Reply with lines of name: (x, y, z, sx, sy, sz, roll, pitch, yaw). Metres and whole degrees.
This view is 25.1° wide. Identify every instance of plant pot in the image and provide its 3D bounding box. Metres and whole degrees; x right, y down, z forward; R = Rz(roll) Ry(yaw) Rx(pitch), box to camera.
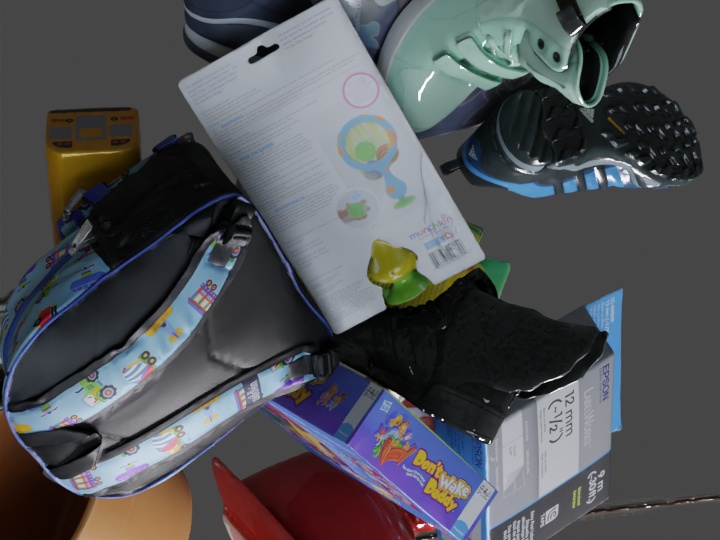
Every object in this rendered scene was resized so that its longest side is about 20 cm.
plant pot: (-0.217, 0.174, 1.188, 0.199, 0.201, 0.140, -37, 139, 16)

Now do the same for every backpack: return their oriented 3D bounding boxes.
backpack: (-0.138, 0.037, 1.029, 0.199, 0.135, 0.183, -37, 134, -6)

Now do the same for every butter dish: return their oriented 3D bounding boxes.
butter dish: (-0.004, 0.224, 1.277, 0.147, 0.199, 0.201, -35, 137, -17)

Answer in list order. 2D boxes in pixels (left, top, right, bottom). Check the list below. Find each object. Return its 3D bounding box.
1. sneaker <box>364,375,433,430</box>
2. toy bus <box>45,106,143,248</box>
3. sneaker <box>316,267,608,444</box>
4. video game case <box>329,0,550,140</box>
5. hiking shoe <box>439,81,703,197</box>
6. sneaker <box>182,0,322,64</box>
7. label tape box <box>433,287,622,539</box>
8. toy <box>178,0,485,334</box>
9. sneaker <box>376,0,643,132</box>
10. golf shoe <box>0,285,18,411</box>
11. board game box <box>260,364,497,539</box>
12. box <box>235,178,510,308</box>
sneaker: (0.073, 0.086, 1.244, 0.111, 0.072, 0.201, 19, 127, -18)
toy bus: (-0.178, -0.016, 1.120, 0.064, 0.079, 0.202, -4, 125, -8)
sneaker: (0.057, 0.042, 1.080, 0.105, 0.199, 0.060, -61, 153, 0)
video game case: (0.063, -0.159, 1.043, 0.180, 0.023, 0.201, -15, 147, -13)
hiking shoe: (0.155, -0.089, 1.139, 0.198, 0.075, 0.086, 5, 163, -35)
sneaker: (-0.023, -0.181, 1.043, 0.198, 0.070, 0.109, -5, 136, -18)
label tape box: (0.148, 0.121, 1.233, 0.199, 0.066, 0.145, -26, 129, -28)
toy: (-0.015, -0.068, 1.035, 0.114, 0.047, 0.201, -26, 110, 13)
sneaker: (0.086, -0.126, 0.975, 0.073, 0.119, 0.201, 6, 138, -40)
golf shoe: (-0.304, 0.076, 1.118, 0.198, 0.098, 0.079, -17, 133, 7)
board game box: (-0.011, 0.107, 1.139, 0.045, 0.199, 0.134, -53, 126, -10)
box: (0.000, 0.000, 1.136, 0.198, 0.048, 0.118, 22, 118, 6)
